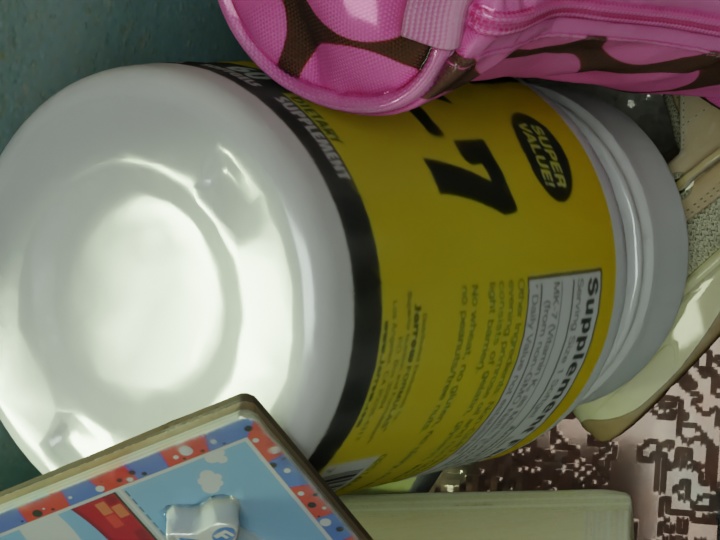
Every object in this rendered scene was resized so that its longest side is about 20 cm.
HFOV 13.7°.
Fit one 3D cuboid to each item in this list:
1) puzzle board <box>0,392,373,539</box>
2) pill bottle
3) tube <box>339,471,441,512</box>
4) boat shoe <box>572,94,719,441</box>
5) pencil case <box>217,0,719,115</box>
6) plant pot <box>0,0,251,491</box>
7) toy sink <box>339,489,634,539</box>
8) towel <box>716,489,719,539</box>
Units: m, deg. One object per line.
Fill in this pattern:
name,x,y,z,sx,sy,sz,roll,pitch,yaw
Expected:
puzzle board,-0.042,0.122,0.757,0.150,0.017,0.200,-23,129,18
pill bottle,0.000,0.000,0.798,0.114,0.200,0.115,3,96,33
tube,-0.060,0.010,0.923,0.200,0.052,0.058,33,62,9
boat shoe,0.116,-0.041,0.884,0.065,0.072,0.200,43,104,3
pencil case,0.059,-0.076,0.761,0.094,0.199,0.091,46,123,33
plant pot,-0.151,-0.034,0.826,0.195,0.200,0.198,8,96,27
toy sink,-0.017,0.149,0.872,0.199,0.112,0.131,-1,119,7
towel,0.128,0.156,0.850,0.085,0.166,0.201,8,95,10
